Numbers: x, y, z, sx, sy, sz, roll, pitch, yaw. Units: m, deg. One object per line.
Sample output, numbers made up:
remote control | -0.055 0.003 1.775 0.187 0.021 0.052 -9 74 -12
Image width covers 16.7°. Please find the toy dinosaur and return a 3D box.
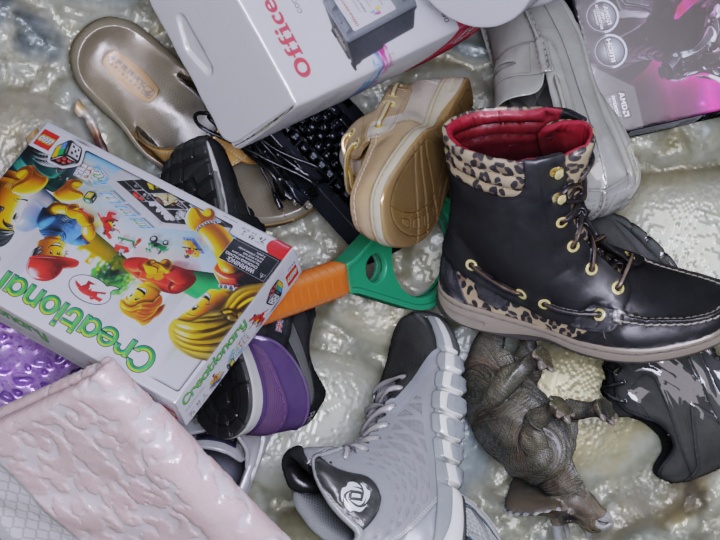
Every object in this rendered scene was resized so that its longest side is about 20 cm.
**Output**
toy dinosaur | 0.104 0.091 1.641 0.102 0.077 0.200 -44 72 34

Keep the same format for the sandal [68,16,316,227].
sandal | -0.112 -0.099 1.651 0.200 0.054 0.080 38 83 -1

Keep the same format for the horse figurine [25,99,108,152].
horse figurine | -0.205 -0.018 1.636 0.200 0.050 0.133 -39 94 -9

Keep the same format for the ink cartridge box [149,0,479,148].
ink cartridge box | -0.026 -0.187 1.611 0.200 0.086 0.148 -29 90 -39

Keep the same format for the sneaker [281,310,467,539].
sneaker | 0.006 0.106 1.597 0.115 0.075 0.200 9 54 -17

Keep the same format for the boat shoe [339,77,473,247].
boat shoe | 0.020 -0.071 1.607 0.069 0.200 0.074 4 114 16

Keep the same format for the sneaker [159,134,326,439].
sneaker | -0.077 0.011 1.608 0.088 0.076 0.200 -2 77 -43

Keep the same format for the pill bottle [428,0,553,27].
pill bottle | 0.120 -0.241 1.609 0.114 0.114 0.200 48 44 0

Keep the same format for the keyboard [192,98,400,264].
keyboard | -0.032 -0.090 1.635 0.200 0.040 0.104 47 58 -9

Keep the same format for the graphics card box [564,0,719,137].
graphics card box | 0.243 -0.169 1.693 0.200 0.051 0.126 -12 87 -5

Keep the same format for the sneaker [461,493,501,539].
sneaker | 0.083 0.213 1.626 0.078 0.086 0.200 -43 90 -7

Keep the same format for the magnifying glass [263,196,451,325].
magnifying glass | 0.000 0.000 1.612 0.200 0.022 0.080 -20 109 -45

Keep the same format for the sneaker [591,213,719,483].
sneaker | 0.194 0.053 1.661 0.091 0.076 0.200 -29 86 0

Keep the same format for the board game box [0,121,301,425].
board game box | -0.154 -0.001 1.536 0.200 0.035 0.126 27 67 23

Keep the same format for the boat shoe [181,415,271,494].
boat shoe | -0.091 0.113 1.629 0.074 0.065 0.200 11 84 -4

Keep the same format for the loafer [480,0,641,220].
loafer | 0.119 -0.124 1.649 0.070 0.070 0.200 -14 67 -31

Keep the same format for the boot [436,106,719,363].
boot | 0.141 -0.024 1.570 0.200 0.151 0.073 10 41 19

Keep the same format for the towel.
towel | -0.152 0.153 1.542 0.200 0.191 0.032 47 44 -21

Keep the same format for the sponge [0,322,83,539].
sponge | -0.221 0.088 1.608 0.111 0.030 0.200 -17 105 -7
